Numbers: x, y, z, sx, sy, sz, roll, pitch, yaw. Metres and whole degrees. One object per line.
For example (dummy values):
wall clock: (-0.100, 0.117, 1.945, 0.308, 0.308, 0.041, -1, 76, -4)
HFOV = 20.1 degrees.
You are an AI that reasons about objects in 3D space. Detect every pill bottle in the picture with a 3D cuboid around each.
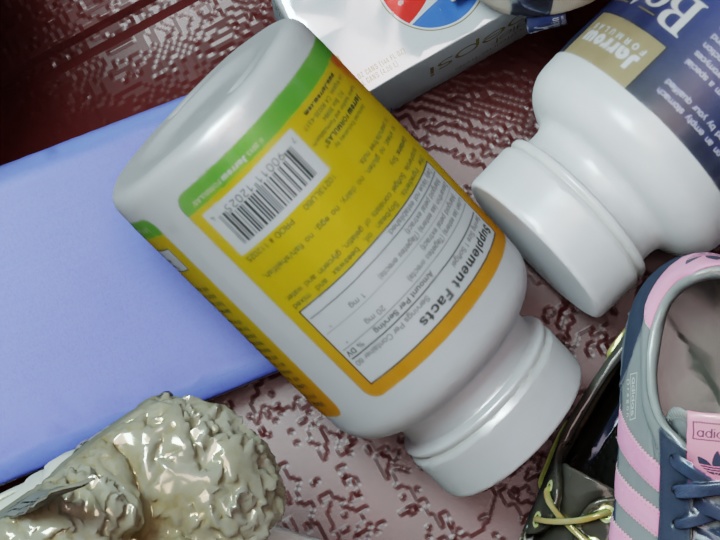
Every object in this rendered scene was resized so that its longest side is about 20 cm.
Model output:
pill bottle: (0.000, 0.000, 0.870, 0.111, 0.111, 0.200, -46, 104, -5)
pill bottle: (0.146, -0.078, 0.895, 0.200, 0.111, 0.111, -45, 83, -5)

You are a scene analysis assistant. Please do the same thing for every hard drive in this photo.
hard drive: (-0.135, 0.014, 0.915, 0.199, 0.025, 0.133, -22, 86, -10)

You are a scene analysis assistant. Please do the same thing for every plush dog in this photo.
plush dog: (-0.099, 0.169, 0.765, 0.200, 0.160, 0.172, -34, 94, 14)

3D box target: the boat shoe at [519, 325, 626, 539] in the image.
boat shoe: (0.107, 0.096, 0.884, 0.072, 0.061, 0.202, 21, 76, 42)

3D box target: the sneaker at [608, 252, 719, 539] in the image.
sneaker: (0.133, 0.090, 0.807, 0.070, 0.082, 0.201, -3, 76, 0)

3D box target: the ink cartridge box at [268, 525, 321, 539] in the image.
ink cartridge box: (-0.012, 0.189, 0.838, 0.199, 0.083, 0.146, 14, 80, 29)

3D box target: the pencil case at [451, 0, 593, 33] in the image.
pencil case: (0.059, -0.166, 0.803, 0.089, 0.200, 0.078, -37, 71, 0)

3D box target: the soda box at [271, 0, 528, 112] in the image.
soda box: (0.060, -0.143, 0.932, 0.199, 0.064, 0.068, -30, 81, -3)

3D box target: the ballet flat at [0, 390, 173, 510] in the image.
ballet flat: (-0.142, 0.136, 0.883, 0.072, 0.072, 0.201, 24, 94, 5)
